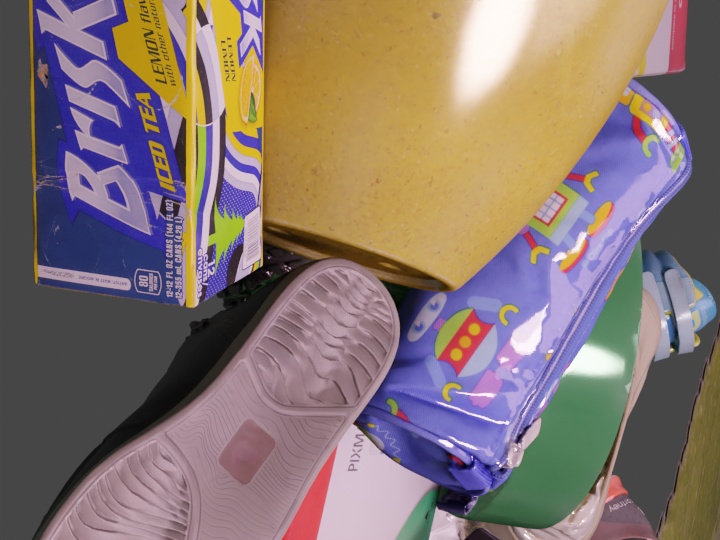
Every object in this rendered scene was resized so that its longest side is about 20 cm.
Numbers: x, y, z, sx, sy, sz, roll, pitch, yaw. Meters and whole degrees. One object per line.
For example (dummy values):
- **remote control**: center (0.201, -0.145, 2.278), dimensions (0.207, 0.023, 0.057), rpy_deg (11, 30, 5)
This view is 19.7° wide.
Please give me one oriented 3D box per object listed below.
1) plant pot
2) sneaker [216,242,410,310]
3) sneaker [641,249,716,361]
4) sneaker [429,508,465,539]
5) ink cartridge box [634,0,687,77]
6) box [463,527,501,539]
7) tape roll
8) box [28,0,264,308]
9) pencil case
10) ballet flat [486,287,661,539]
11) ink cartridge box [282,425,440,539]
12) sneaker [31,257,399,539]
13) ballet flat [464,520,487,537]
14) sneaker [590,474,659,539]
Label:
- **plant pot**: center (0.011, -0.074, 0.834), dimensions (0.200, 0.199, 0.143), rpy_deg (34, 72, -69)
- **sneaker**: center (0.000, -0.014, 0.967), dimensions (0.199, 0.078, 0.086), rpy_deg (7, 77, -55)
- **sneaker**: center (0.175, 0.056, 1.404), dimensions (0.080, 0.129, 0.201), rpy_deg (78, 17, -49)
- **sneaker**: center (0.046, 0.179, 1.173), dimensions (0.075, 0.088, 0.202), rpy_deg (36, 63, -67)
- **ink cartridge box**: center (0.082, -0.144, 1.073), dimensions (0.200, 0.144, 0.084), rpy_deg (-19, 114, -69)
- **box**: center (0.011, 0.242, 1.050), dimensions (0.200, 0.036, 0.144), rpy_deg (-39, 138, -27)
- **tape roll**: center (0.085, 0.034, 1.098), dimensions (0.200, 0.048, 0.202), rpy_deg (-169, -90, -73)
- **box**: center (-0.076, -0.093, 0.746), dimensions (0.064, 0.070, 0.202), rpy_deg (-33, 128, -63)
- **pencil case**: center (0.072, 0.005, 0.905), dimensions (0.201, 0.087, 0.078), rpy_deg (-57, 152, -12)
- **ballet flat**: center (0.113, 0.099, 1.141), dimensions (0.069, 0.069, 0.201), rpy_deg (-43, 150, -62)
- **ink cartridge box**: center (-0.009, 0.133, 1.026), dimensions (0.200, 0.050, 0.162), rpy_deg (-26, 130, -70)
- **sneaker**: center (-0.071, 0.082, 0.829), dimensions (0.075, 0.106, 0.200), rpy_deg (49, 65, -10)
- **ballet flat**: center (0.089, 0.145, 1.309), dimensions (0.200, 0.070, 0.071), rpy_deg (9, 88, -68)
- **sneaker**: center (0.104, 0.215, 1.252), dimensions (0.200, 0.082, 0.077), rpy_deg (-45, 157, 2)
